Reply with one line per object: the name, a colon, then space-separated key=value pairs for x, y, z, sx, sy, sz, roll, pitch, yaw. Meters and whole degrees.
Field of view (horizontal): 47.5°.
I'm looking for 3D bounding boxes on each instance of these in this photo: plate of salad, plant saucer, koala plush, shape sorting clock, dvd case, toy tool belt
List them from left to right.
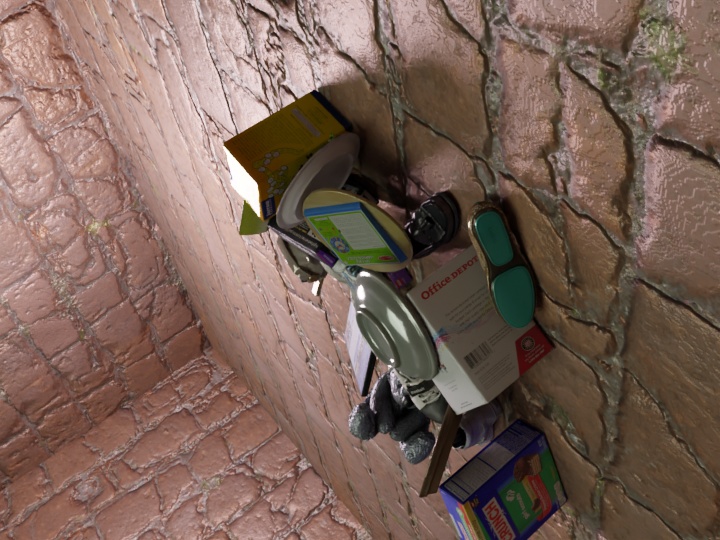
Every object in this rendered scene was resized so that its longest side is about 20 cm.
plant saucer: x=-0.157 y=-0.164 z=1.589 sx=0.048 sy=0.201 sz=0.200 roll=34 pitch=159 yaw=1
toy tool belt: x=-0.120 y=-0.053 z=1.700 sx=0.201 sy=0.123 sz=0.124 roll=59 pitch=151 yaw=37
plate of salad: x=-0.075 y=-0.154 z=1.369 sx=0.048 sy=0.200 sz=0.201 roll=41 pitch=158 yaw=13
shape sorting clock: x=-0.005 y=-0.065 z=1.329 sx=0.198 sy=0.039 sz=0.201 roll=24 pitch=150 yaw=15
dvd case: x=0.000 y=0.147 z=1.735 sx=0.201 sy=0.017 sz=0.145 roll=-110 pitch=26 yaw=-54
plant saucer: x=0.041 y=0.095 z=1.273 sx=0.201 sy=0.050 sz=0.201 roll=49 pitch=160 yaw=25
koala plush: x=0.093 y=0.230 z=1.602 sx=0.175 sy=0.185 sz=0.202 roll=22 pitch=127 yaw=4
plant saucer: x=0.142 y=0.286 z=1.371 sx=0.029 sy=0.202 sz=0.201 roll=19 pitch=151 yaw=10

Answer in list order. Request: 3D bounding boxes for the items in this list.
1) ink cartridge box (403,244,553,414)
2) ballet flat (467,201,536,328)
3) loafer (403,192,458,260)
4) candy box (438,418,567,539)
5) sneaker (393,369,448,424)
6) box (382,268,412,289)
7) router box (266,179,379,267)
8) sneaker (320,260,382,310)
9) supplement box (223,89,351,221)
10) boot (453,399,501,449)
ink cartridge box: x=0.163 y=0.092 z=1.264 sx=0.201 sy=0.144 sz=0.145 roll=55 pitch=162 yaw=6
ballet flat: x=0.201 y=-0.013 z=1.160 sx=0.066 sy=0.069 sz=0.202 roll=-101 pitch=-8 yaw=-64
loafer: x=0.101 y=-0.056 z=1.305 sx=0.072 sy=0.063 sz=0.200 roll=52 pitch=160 yaw=8
candy box: x=0.253 y=0.393 z=1.436 sx=0.077 sy=0.199 sz=0.171 roll=23 pitch=143 yaw=57
sneaker: x=0.102 y=0.197 z=1.480 sx=0.201 sy=0.074 sz=0.088 roll=56 pitch=-167 yaw=6
box: x=0.020 y=-0.010 z=1.608 sx=0.138 sy=0.039 sz=0.200 roll=57 pitch=161 yaw=2
router box: x=-0.073 y=-0.105 z=1.512 sx=0.051 sy=0.150 sz=0.199 roll=41 pitch=173 yaw=-37
sneaker: x=0.000 y=0.000 z=1.532 sx=0.201 sy=0.078 sz=0.086 roll=52 pitch=149 yaw=-8
supplement box: x=-0.122 y=-0.199 z=1.415 sx=0.110 sy=0.199 sz=0.109 roll=46 pitch=159 yaw=25
boot: x=0.206 y=0.306 z=1.569 sx=0.074 sy=0.095 sz=0.201 roll=47 pitch=158 yaw=24
